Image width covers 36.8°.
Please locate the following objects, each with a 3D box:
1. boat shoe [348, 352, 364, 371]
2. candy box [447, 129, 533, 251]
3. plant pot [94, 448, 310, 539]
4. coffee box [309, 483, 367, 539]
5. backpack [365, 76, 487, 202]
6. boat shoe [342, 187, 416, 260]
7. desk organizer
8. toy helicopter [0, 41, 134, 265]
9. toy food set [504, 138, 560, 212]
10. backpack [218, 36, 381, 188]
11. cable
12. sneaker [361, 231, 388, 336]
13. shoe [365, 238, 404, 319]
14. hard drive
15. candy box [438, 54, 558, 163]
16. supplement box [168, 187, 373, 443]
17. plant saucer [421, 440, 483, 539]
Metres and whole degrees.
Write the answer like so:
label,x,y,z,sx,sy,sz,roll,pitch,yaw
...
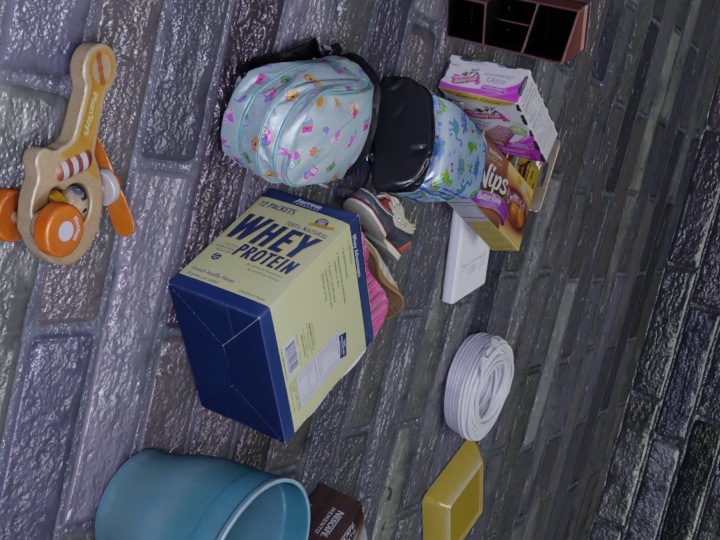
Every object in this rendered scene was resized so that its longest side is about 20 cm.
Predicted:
label,x,y,z,sx,sy,sz,roll,pitch,yaw
boat shoe,-0.053,0.113,1.483,0.200,0.069,0.067,-50,147,-23
candy box,0.208,-0.128,1.765,0.200,0.056,0.118,41,59,-49
plant pot,-0.187,0.293,1.207,0.200,0.186,0.203,-39,139,-46
coffee box,-0.047,0.442,1.660,0.113,0.079,0.202,-48,144,-37
backpack,0.097,-0.167,1.528,0.200,0.151,0.166,46,49,-74
boat shoe,0.032,-0.075,1.509,0.063,0.071,0.200,-54,155,-5
desk organizer,0.224,-0.360,1.564,0.077,0.198,0.073,-37,137,-44
toy helicopter,-0.251,-0.104,0.983,0.132,0.078,0.203,11,93,-63
toy food set,0.308,-0.190,1.961,0.199,0.060,0.146,14,93,-62
backpack,-0.065,-0.171,1.228,0.199,0.125,0.169,-15,122,-54
cable,0.221,0.217,2.032,0.199,0.069,0.203,16,92,-63
sneaker,-0.026,0.017,1.433,0.081,0.088,0.202,-34,128,-30
shoe,0.000,0.000,1.530,0.069,0.054,0.200,-32,139,4
hard drive,0.190,-0.057,1.859,0.131,0.026,0.203,-27,128,-53
candy box,0.217,-0.248,1.682,0.062,0.135,0.200,-66,151,-12
supplement box,-0.097,0.050,1.285,0.200,0.133,0.202,-47,143,-39
plant saucer,0.191,0.465,2.141,0.200,0.048,0.202,-43,141,-43
